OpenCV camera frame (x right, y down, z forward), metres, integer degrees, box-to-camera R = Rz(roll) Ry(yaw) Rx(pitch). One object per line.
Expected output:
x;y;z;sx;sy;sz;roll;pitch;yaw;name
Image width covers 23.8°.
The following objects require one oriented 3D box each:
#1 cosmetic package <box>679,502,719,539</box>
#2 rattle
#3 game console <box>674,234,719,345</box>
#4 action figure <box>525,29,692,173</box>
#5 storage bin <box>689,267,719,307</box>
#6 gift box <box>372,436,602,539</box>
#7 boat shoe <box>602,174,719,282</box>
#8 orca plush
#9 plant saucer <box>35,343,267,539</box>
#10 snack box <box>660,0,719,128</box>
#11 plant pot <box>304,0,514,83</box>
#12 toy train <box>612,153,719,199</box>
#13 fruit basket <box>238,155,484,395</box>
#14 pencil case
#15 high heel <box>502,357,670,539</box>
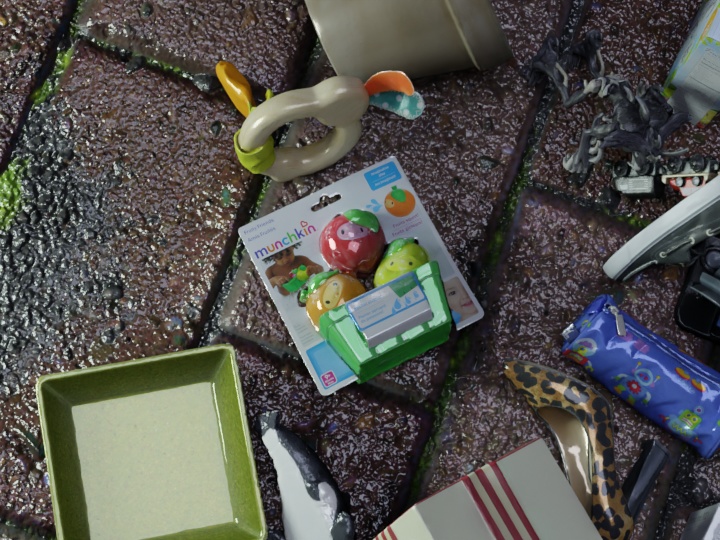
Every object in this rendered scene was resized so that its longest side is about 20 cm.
0.322;0.331;1.646;0.074;0.102;0.201;26;75;1;cosmetic package
-0.040;-0.187;1.723;0.199;0.130;0.143;-34;40;26;rattle
0.445;0.003;1.727;0.199;0.116;0.177;22;75;2;game console
0.260;-0.158;1.752;0.118;0.102;0.200;-20;52;-18;action figure
0.446;0.023;1.659;0.199;0.146;0.135;34;95;-2;storage bin
0.128;0.293;1.603;0.184;0.200;0.187;-25;75;-24;gift box
0.321;-0.034;1.697;0.068;0.200;0.057;-29;81;-46;boat shoe
-0.045;0.230;1.676;0.105;0.071;0.201;-42;74;33;orca plush
-0.204;0.188;1.668;0.198;0.048;0.202;-10;77;-7;plant saucer
0.384;-0.258;1.743;0.067;0.200;0.169;26;76;3;snack box
0.041;-0.274;1.743;0.173;0.200;0.201;-23;78;8;plant pot
0.339;-0.094;1.723;0.034;0.199;0.046;2;88;-45;toy train
0.000;0.000;1.708;0.184;0.094;0.201;-25;76;-10;fruit basket
0.295;0.102;1.708;0.199;0.087;0.078;36;54;4;pencil case
0.199;0.187;1.684;0.199;0.071;0.143;35;70;-5;high heel
